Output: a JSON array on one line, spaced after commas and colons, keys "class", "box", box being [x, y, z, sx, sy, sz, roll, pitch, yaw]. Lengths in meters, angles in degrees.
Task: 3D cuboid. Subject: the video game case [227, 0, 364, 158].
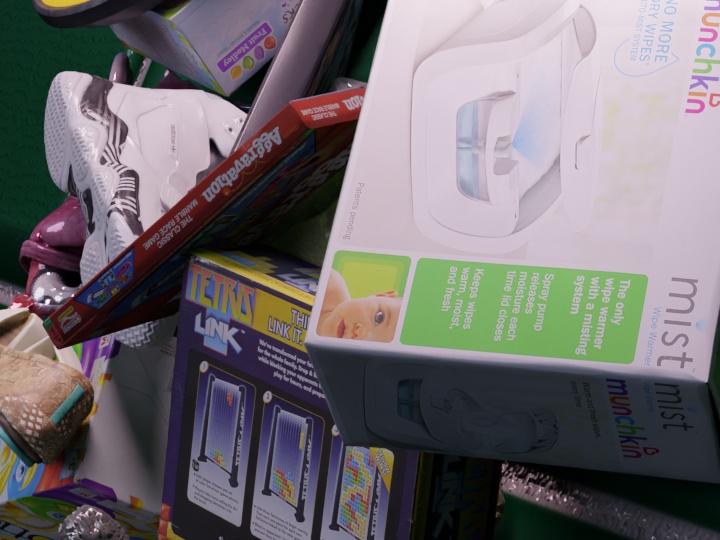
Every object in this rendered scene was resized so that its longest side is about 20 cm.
[{"class": "video game case", "box": [-0.038, -0.086, 1.641, 0.181, 0.025, 0.201, 106, -174, -59]}]

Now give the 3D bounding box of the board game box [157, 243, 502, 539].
[{"class": "board game box", "box": [-0.016, 0.091, 1.418, 0.200, 0.056, 0.167, 23, 110, 49]}]

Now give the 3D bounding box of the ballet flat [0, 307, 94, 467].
[{"class": "ballet flat", "box": [-0.195, 0.058, 1.680, 0.065, 0.071, 0.200, -41, 28, -8]}]

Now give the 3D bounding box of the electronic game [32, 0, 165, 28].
[{"class": "electronic game", "box": [-0.116, -0.216, 1.775, 0.199, 0.042, 0.200, -32, 25, 17]}]

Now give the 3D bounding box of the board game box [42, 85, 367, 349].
[{"class": "board game box", "box": [-0.066, -0.028, 1.483, 0.200, 0.103, 0.020, -40, 79, 33]}]

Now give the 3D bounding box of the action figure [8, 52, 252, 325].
[{"class": "action figure", "box": [-0.154, -0.042, 1.796, 0.200, 0.149, 0.134, -45, -17, -26]}]

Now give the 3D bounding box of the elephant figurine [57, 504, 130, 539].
[{"class": "elephant figurine", "box": [-0.069, 0.226, 1.376, 0.142, 0.154, 0.201, -90, 1, -73]}]

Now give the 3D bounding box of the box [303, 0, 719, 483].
[{"class": "box", "box": [0.087, -0.022, 1.280, 0.175, 0.097, 0.201, 5, 60, 17]}]

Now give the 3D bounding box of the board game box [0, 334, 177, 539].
[{"class": "board game box", "box": [-0.155, 0.107, 1.735, 0.200, 0.104, 0.104, -20, 52, 58]}]

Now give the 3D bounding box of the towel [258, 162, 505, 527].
[{"class": "towel", "box": [0.002, 0.055, 1.464, 0.148, 0.036, 0.201, -37, 65, 48]}]

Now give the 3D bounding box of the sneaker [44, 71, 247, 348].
[{"class": "sneaker", "box": [-0.105, -0.039, 1.668, 0.201, 0.114, 0.075, -113, 30, -41]}]

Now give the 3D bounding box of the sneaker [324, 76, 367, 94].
[{"class": "sneaker", "box": [0.000, 0.000, 1.568, 0.130, 0.079, 0.200, -64, 33, 27]}]

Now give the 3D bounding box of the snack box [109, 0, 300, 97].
[{"class": "snack box", "box": [-0.070, -0.197, 1.810, 0.168, 0.068, 0.200, -41, 23, -8]}]
